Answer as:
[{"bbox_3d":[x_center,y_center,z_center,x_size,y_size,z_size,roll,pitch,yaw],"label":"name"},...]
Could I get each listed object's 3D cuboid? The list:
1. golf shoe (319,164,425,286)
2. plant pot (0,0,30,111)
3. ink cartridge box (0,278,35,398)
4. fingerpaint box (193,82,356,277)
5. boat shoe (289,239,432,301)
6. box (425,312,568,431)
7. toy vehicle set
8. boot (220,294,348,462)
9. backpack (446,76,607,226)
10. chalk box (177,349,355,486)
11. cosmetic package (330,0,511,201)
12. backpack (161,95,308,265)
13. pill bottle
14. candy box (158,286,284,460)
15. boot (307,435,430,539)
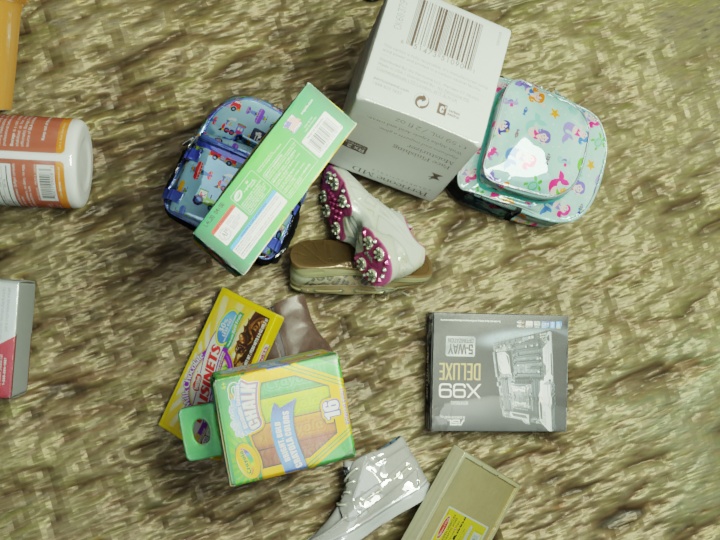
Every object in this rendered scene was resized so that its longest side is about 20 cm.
[{"bbox_3d":[0.014,-0.064,1.110,0.090,0.076,0.202,-10,55,-33],"label":"golf shoe"},{"bbox_3d":[-0.503,-0.288,1.014,0.195,0.200,0.189,-3,100,-7],"label":"plant pot"},{"bbox_3d":[-0.525,0.080,1.047,0.194,0.083,0.150,4,88,-8],"label":"ink cartridge box"},{"bbox_3d":[-0.103,-0.095,0.931,0.073,0.167,0.202,37,83,-8],"label":"fingerpaint box"},{"bbox_3d":[0.000,0.000,1.132,0.194,0.064,0.074,5,43,-4],"label":"boat shoe"},{"bbox_3d":[0.188,0.140,1.153,0.194,0.050,0.162,2,88,-7],"label":"box"},{"bbox_3d":[0.125,0.353,1.126,0.123,0.026,0.203,34,83,-30],"label":"toy vehicle set"},{"bbox_3d":[-0.127,0.146,1.117,0.197,0.072,0.169,-27,78,-4],"label":"boot"},{"bbox_3d":[0.234,-0.155,1.126,0.196,0.150,0.182,20,84,-11],"label":"backpack"},{"bbox_3d":[-0.119,0.178,1.004,0.195,0.124,0.128,-12,90,-13],"label":"chalk box"},{"bbox_3d":[0.068,-0.219,1.060,0.161,0.200,0.169,19,72,-7],"label":"cosmetic package"},{"bbox_3d":[-0.145,-0.131,1.079,0.180,0.134,0.204,27,82,-6],"label":"backpack"},{"bbox_3d":[-0.448,-0.140,1.049,0.194,0.112,0.116,3,88,-7],"label":"pill bottle"},{"bbox_3d":[-0.184,0.134,1.095,0.101,0.026,0.204,22,84,29],"label":"candy box"},{"bbox_3d":[-0.007,0.304,1.120,0.197,0.074,0.097,-27,86,-16],"label":"boot"}]
